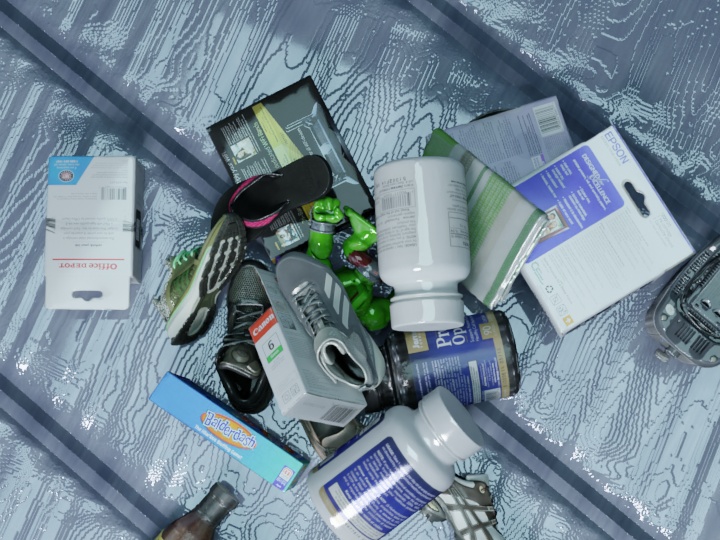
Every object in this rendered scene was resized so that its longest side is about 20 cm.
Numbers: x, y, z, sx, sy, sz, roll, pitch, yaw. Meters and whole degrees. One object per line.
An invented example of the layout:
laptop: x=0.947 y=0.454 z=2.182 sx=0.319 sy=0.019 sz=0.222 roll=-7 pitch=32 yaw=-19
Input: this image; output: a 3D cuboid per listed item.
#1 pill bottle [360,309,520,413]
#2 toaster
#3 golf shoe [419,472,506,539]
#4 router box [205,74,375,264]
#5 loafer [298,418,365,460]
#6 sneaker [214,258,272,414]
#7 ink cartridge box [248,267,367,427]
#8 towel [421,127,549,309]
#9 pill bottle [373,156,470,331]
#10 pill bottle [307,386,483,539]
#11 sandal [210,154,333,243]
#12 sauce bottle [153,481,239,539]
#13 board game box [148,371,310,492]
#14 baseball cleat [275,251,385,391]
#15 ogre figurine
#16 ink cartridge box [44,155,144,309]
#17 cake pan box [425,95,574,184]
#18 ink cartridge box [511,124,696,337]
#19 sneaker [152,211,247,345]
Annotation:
pill bottle: x=0.095 y=0.121 z=1.588 sx=0.199 sy=0.112 sz=0.112 roll=-11 pitch=82 yaw=-1
toaster: x=0.446 y=0.034 z=1.586 sx=0.114 sy=0.129 sz=0.200 roll=39 pitch=85 yaw=5
golf shoe: x=0.148 y=0.308 z=1.581 sx=0.200 sy=0.078 sz=0.095 roll=41 pitch=85 yaw=5
router box: x=-0.090 y=-0.132 z=1.654 sx=0.157 sy=0.052 sz=0.201 roll=-26 pitch=83 yaw=-2
loafer: x=-0.040 y=0.197 z=1.600 sx=0.072 sy=0.063 sz=0.200 roll=-39 pitch=87 yaw=-6
sneaker: x=-0.141 y=0.080 z=1.598 sx=0.076 sy=0.114 sz=0.200 roll=4 pitch=81 yaw=0
ink cartridge box: x=-0.077 y=0.094 z=1.555 sx=0.050 sy=0.109 sz=0.200 roll=-45 pitch=51 yaw=24
towel: x=0.137 y=-0.067 z=1.591 sx=0.200 sy=0.031 sz=0.150 roll=44 pitch=122 yaw=28
pill bottle: x=0.077 y=-0.030 z=1.532 sx=0.114 sy=0.114 sz=0.201 roll=-3 pitch=81 yaw=0
pill bottle: x=0.045 y=0.235 z=1.521 sx=0.200 sy=0.120 sz=0.120 roll=-38 pitch=83 yaw=12
sandal: x=-0.123 y=-0.090 z=1.579 sx=0.200 sy=0.045 sz=0.075 roll=-27 pitch=83 yaw=32
sauce bottle: x=-0.232 y=0.356 z=1.587 sx=0.066 sy=0.066 sz=0.200 roll=42 pitch=83 yaw=6
board game box: x=-0.159 y=0.201 z=1.562 sx=0.200 sy=0.152 sz=0.045 roll=34 pitch=84 yaw=4
baseball cleat: x=-0.041 y=0.057 z=1.508 sx=0.070 sy=0.106 sz=0.200 roll=-43 pitch=79 yaw=13
ogre figurine: x=0.000 y=0.000 z=1.607 sx=0.120 sy=0.200 sz=0.098 roll=-54 pitch=43 yaw=4
ink cartridge box: x=-0.347 y=-0.045 z=1.639 sx=0.115 sy=0.067 sz=0.201 roll=1 pitch=82 yaw=1
cake pan box: x=0.197 y=-0.116 z=1.650 sx=0.183 sy=0.052 sz=0.201 roll=-18 pitch=83 yaw=-4
ink cartridge box: x=0.287 y=-0.050 z=1.593 sx=0.200 sy=0.043 sz=0.199 roll=-31 pitch=82 yaw=0
sneaker: x=-0.217 y=-0.001 z=1.601 sx=0.089 sy=0.077 sz=0.200 roll=40 pitch=117 yaw=21
